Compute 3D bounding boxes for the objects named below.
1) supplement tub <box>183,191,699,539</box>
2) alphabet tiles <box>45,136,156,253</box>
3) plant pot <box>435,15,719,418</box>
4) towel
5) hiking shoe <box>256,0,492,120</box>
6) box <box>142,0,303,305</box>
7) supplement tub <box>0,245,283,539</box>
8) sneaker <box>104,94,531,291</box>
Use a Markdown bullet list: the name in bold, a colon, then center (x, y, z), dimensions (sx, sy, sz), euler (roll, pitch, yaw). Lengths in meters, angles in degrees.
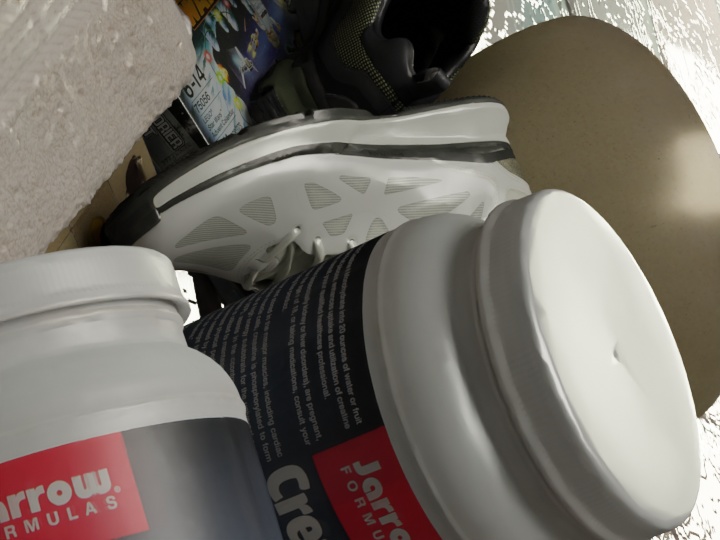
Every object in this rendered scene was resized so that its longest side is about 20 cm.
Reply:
- **supplement tub**: center (0.006, 0.066, 0.870), dimensions (0.140, 0.199, 0.141), euler (43, 34, -39)
- **alphabet tiles**: center (-0.125, -0.079, 0.897), dimensions (0.167, 0.006, 0.201), euler (-61, 141, -47)
- **plant pot**: center (0.063, -0.005, 1.112), dimensions (0.134, 0.200, 0.201), euler (-16, 81, -28)
- **towel**: center (-0.120, -0.082, 0.860), dimensions (0.200, 0.034, 0.133), euler (-59, 138, -48)
- **hiking shoe**: center (0.020, -0.117, 1.093), dimensions (0.076, 0.100, 0.201), euler (53, 29, -30)
- **box**: center (-0.054, -0.091, 1.093), dimensions (0.137, 0.040, 0.200), euler (57, 27, -17)
- **supplement tub**: center (-0.088, 0.108, 0.738), dimensions (0.140, 0.140, 0.201), euler (4, 65, -62)
- **sneaker**: center (0.000, 0.000, 0.962), dimensions (0.200, 0.076, 0.116), euler (-12, 75, -37)
